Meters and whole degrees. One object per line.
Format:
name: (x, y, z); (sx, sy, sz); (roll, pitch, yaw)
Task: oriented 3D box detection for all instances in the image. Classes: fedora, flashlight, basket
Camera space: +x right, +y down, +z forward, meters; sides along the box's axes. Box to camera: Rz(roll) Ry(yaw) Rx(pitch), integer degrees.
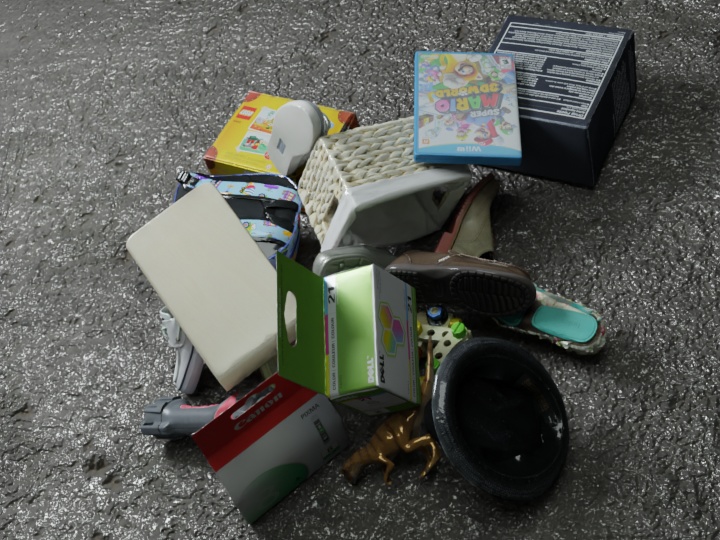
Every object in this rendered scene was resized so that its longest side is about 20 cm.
fedora: (0.144, 0.176, 1.227); (0.091, 0.199, 0.203); (-30, 31, 52)
flashlight: (-0.186, 0.180, 1.341); (0.197, 0.067, 0.069); (-7, 64, 40)
basket: (0.027, -0.116, 1.438); (0.197, 0.136, 0.125); (-17, 65, -30)

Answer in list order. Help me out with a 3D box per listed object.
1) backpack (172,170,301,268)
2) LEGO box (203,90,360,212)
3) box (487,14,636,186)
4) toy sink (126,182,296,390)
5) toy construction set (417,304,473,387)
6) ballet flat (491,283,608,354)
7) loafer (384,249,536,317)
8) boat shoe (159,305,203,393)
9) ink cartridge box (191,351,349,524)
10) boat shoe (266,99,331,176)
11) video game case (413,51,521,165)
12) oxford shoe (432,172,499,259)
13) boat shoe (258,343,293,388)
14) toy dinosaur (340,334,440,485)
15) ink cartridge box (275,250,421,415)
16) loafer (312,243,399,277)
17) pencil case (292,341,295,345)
backpack: (-0.170, -0.046, 1.498); (0.196, 0.136, 0.185); (-2, 52, 16)
LEGO box: (-0.115, -0.181, 1.625); (0.197, 0.078, 0.150); (16, 59, 27)
box: (0.270, -0.246, 1.532); (0.197, 0.124, 0.200); (14, 57, 28)
toy sink: (-0.170, 0.021, 1.285); (0.130, 0.112, 0.201); (-36, 80, -9)
toy construction set: (0.062, 0.102, 1.349); (0.196, 0.093, 0.133); (14, 57, 12)
ballet flat: (0.224, 0.057, 1.348); (0.198, 0.064, 0.076); (30, 83, 34)
loafer: (0.127, 0.002, 1.339); (0.196, 0.074, 0.071); (9, 43, 19)
boat shoe: (-0.233, 0.062, 1.407); (0.065, 0.204, 0.074); (9, 12, -16)
ink cartridge box: (-0.098, 0.199, 1.241); (0.160, 0.201, 0.050); (-36, 62, -13)
boat shoe: (-0.075, -0.187, 1.459); (0.068, 0.200, 0.072); (-35, 81, -20)
video game case: (0.143, -0.222, 1.442); (0.140, 0.018, 0.203); (2, 52, 1)
oxford shoe: (0.154, -0.048, 1.462); (0.074, 0.071, 0.201); (30, 61, 3)
boat shoe: (-0.097, 0.104, 1.351); (0.062, 0.073, 0.203); (-29, 80, 6)
toy dinosaur: (0.053, 0.188, 1.260); (0.106, 0.060, 0.201); (41, 96, 11)
ink cartridge box: (-0.012, 0.068, 1.204); (0.075, 0.199, 0.151); (-13, 66, 27)
loafer: (0.000, 0.000, 1.390); (0.070, 0.199, 0.071); (37, 104, 34)
pencil case: (-0.105, 0.069, 1.424); (0.196, 0.083, 0.088); (-12, 47, 8)
